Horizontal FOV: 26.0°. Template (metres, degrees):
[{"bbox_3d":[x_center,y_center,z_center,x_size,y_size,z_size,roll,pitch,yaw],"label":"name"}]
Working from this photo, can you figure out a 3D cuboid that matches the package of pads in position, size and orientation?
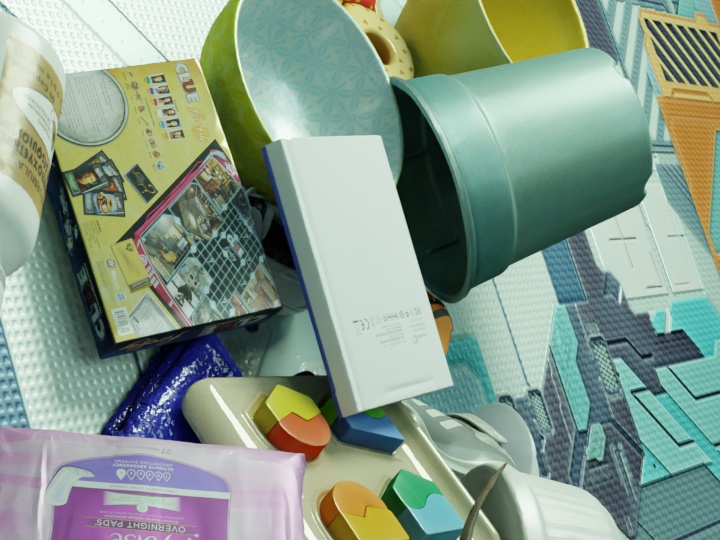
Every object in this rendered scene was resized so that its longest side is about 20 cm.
[{"bbox_3d":[-0.126,0.164,0.932,0.198,0.076,0.121,7,41,-13],"label":"package of pads"}]

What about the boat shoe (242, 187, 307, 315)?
[{"bbox_3d":[-0.092,-0.033,1.196,0.200,0.068,0.072,43,41,-30],"label":"boat shoe"}]

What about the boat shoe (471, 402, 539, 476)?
[{"bbox_3d":[0.130,0.216,1.360,0.066,0.073,0.202,68,14,-57],"label":"boat shoe"}]

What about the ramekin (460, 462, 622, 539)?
[{"bbox_3d":[0.131,0.253,1.195,0.093,0.203,0.204,6,60,-16],"label":"ramekin"}]

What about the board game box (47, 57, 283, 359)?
[{"bbox_3d":[-0.149,-0.048,1.107,0.134,0.035,0.202,-11,75,-32],"label":"board game box"}]

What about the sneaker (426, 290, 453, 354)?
[{"bbox_3d":[0.017,0.007,1.330,0.112,0.077,0.202,16,57,-61],"label":"sneaker"}]

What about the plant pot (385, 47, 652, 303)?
[{"bbox_3d":[0.135,-0.096,1.358,0.194,0.200,0.202,-18,83,-17],"label":"plant pot"}]

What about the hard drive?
[{"bbox_3d":[0.000,0.000,1.156,0.131,0.025,0.202,-8,80,-55],"label":"hard drive"}]

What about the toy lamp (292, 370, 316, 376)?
[{"bbox_3d":[-0.002,0.168,1.213,0.201,0.058,0.058,60,35,-14],"label":"toy lamp"}]

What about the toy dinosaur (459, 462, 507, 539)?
[{"bbox_3d":[0.066,0.243,1.069,0.106,0.060,0.202,-67,159,-62],"label":"toy dinosaur"}]

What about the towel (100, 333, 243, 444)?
[{"bbox_3d":[-0.089,0.151,1.108,0.201,0.049,0.148,53,35,-18],"label":"towel"}]

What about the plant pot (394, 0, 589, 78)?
[{"bbox_3d":[0.112,-0.225,1.524,0.199,0.141,0.202,31,47,-41],"label":"plant pot"}]

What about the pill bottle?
[{"bbox_3d":[-0.250,-0.053,0.956,0.114,0.114,0.202,34,45,-37],"label":"pill bottle"}]

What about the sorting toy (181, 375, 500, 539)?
[{"bbox_3d":[-0.006,0.140,1.089,0.199,0.037,0.186,-1,47,-50],"label":"sorting toy"}]

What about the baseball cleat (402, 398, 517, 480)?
[{"bbox_3d":[0.052,0.141,1.295,0.199,0.070,0.107,37,16,-17],"label":"baseball cleat"}]

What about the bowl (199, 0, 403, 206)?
[{"bbox_3d":[-0.067,-0.124,1.251,0.200,0.107,0.202,31,47,-40],"label":"bowl"}]

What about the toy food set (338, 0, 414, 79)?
[{"bbox_3d":[-0.033,-0.251,1.426,0.197,0.048,0.202,11,62,-50],"label":"toy food set"}]
